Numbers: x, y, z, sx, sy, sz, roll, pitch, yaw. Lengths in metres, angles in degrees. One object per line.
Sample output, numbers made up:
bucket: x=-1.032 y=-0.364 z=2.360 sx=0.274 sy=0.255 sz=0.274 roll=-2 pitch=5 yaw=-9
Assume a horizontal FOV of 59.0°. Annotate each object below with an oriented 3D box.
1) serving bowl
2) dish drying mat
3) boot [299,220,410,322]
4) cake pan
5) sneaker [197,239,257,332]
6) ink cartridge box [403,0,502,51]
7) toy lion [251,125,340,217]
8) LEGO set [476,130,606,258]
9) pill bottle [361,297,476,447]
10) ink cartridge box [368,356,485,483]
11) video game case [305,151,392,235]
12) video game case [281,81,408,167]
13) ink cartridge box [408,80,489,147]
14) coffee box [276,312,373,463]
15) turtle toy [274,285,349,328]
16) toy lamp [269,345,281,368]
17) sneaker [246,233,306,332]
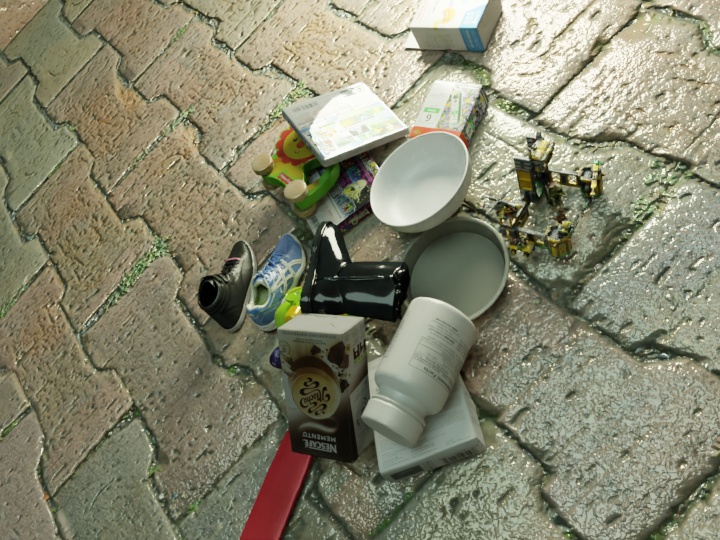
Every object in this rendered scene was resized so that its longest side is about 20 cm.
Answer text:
serving bowl: x=0.116 y=-0.148 z=1.143 sx=0.198 sy=0.066 sz=0.202 roll=-21 pitch=50 yaw=26
dish drying mat: x=-0.136 y=0.375 z=1.064 sx=0.076 sy=0.018 sz=0.202 roll=13 pitch=73 yaw=34
boot: x=0.000 y=0.000 z=1.044 sx=0.165 sy=0.077 sz=0.202 roll=0 pitch=47 yaw=12
cake pan: x=0.159 y=0.005 z=1.083 sx=0.198 sy=0.037 sz=0.203 roll=-13 pitch=60 yaw=23
sneaker: x=-0.267 y=0.012 z=1.275 sx=0.070 sy=0.099 sz=0.203 roll=-9 pitch=60 yaw=26
ink cartridge box: x=0.181 y=-0.529 z=1.331 sx=0.198 sy=0.068 sz=0.116 roll=15 pitch=72 yaw=34
toy lion: x=-0.112 y=-0.228 z=1.300 sx=0.192 sy=0.069 sz=0.200 roll=-43 pitch=53 yaw=-9
LEGO set: x=0.295 y=-0.130 z=1.008 sx=0.153 sy=0.116 sz=0.200 roll=26 pitch=67 yaw=38
pill bottle: x=0.085 y=0.152 z=0.953 sx=0.113 sy=0.115 sz=0.201 roll=15 pitch=65 yaw=33
ink cartridge box: x=0.096 y=0.214 z=1.013 sx=0.161 sy=0.057 sz=0.202 roll=-25 pitch=41 yaw=16
video game case: x=-0.046 y=-0.171 z=1.288 sx=0.180 sy=0.036 sz=0.201 roll=-36 pitch=53 yaw=8
video game case: x=-0.032 y=-0.302 z=1.294 sx=0.198 sy=0.022 sz=0.183 roll=-24 pitch=56 yaw=-21
ink cartridge box: x=0.156 y=-0.263 z=1.217 sx=0.108 sy=0.050 sz=0.202 roll=16 pitch=73 yaw=33
coffee box: x=-0.051 y=0.175 z=0.964 sx=0.112 sy=0.080 sz=0.203 roll=1 pitch=105 yaw=26
turtle toy: x=-0.070 y=0.072 z=1.131 sx=0.197 sy=0.102 sz=0.146 roll=-2 pitch=38 yaw=27
toy lamp: x=-0.087 y=0.206 z=1.101 sx=0.058 sy=0.058 sz=0.200 roll=-48 pitch=54 yaw=-2
sneaker: x=-0.163 y=0.015 z=1.230 sx=0.075 sy=0.077 sz=0.203 roll=-1 pitch=63 yaw=30
